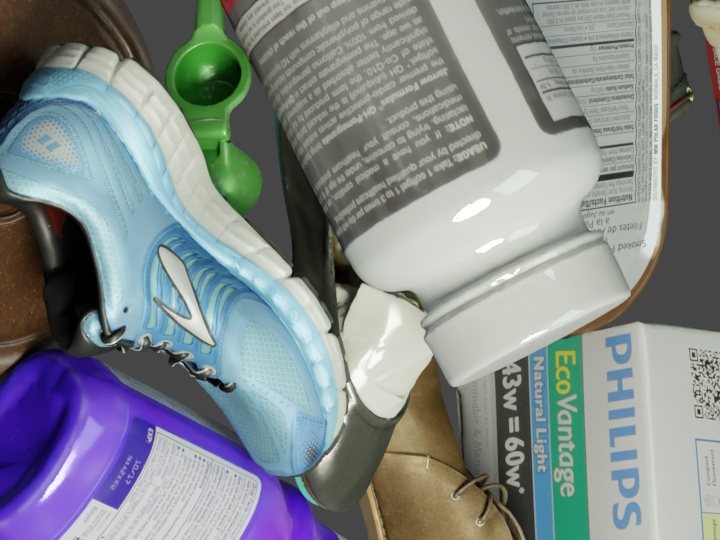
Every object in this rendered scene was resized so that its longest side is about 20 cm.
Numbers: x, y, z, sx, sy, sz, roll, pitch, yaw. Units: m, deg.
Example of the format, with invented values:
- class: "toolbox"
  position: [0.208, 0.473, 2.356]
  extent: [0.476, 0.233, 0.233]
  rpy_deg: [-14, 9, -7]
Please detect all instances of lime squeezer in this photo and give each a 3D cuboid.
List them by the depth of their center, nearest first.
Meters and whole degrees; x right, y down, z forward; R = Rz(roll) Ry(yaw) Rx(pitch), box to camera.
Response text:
- class: "lime squeezer"
  position: [-0.054, -0.065, 1.058]
  extent: [0.071, 0.038, 0.201]
  rpy_deg: [-28, 114, -60]

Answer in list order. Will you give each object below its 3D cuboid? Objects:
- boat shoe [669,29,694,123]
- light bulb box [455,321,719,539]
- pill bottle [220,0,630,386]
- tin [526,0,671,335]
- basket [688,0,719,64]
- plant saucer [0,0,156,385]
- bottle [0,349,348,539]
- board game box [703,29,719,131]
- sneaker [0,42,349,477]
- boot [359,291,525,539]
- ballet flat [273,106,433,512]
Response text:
- class: "boat shoe"
  position: [0.087, -0.054, 1.174]
  extent: [0.201, 0.074, 0.063]
  rpy_deg: [-41, 113, -35]
- class: "light bulb box"
  position: [0.158, 0.135, 1.201]
  extent: [0.200, 0.125, 0.199]
  rpy_deg: [8, 75, -42]
- class: "pill bottle"
  position: [0.028, -0.061, 1.007]
  extent: [0.110, 0.111, 0.201]
  rpy_deg: [-21, 82, -38]
- class: "tin"
  position: [0.087, -0.071, 1.100]
  extent: [0.112, 0.042, 0.201]
  rpy_deg: [-8, 102, -36]
- class: "basket"
  position: [0.294, -0.128, 1.238]
  extent: [0.161, 0.200, 0.198]
  rpy_deg: [-59, 135, -21]
- class: "plant saucer"
  position: [-0.150, -0.045, 0.993]
  extent: [0.200, 0.034, 0.201]
  rpy_deg: [-6, 99, -42]
- class: "bottle"
  position: [-0.075, 0.102, 1.050]
  extent: [0.200, 0.065, 0.084]
  rpy_deg: [31, 96, -45]
- class: "board game box"
  position: [0.219, -0.127, 1.320]
  extent: [0.103, 0.019, 0.201]
  rpy_deg: [-26, 112, -38]
- class: "sneaker"
  position: [-0.084, 0.011, 0.990]
  extent: [0.090, 0.078, 0.200]
  rpy_deg: [-49, 116, -27]
- class: "boot"
  position: [0.039, 0.099, 1.135]
  extent: [0.074, 0.075, 0.201]
  rpy_deg: [-13, 97, -64]
- class: "ballet flat"
  position: [0.000, 0.000, 1.074]
  extent: [0.068, 0.068, 0.201]
  rpy_deg: [8, 75, -56]
